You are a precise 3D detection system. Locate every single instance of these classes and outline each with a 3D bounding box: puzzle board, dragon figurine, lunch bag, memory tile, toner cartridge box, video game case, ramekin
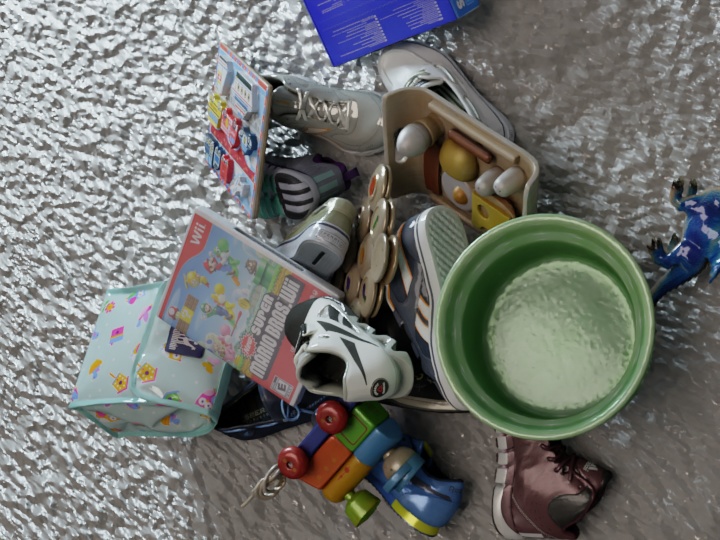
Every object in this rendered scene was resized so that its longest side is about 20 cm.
[{"bbox_3d":[-0.145,-0.164,1.492,0.200,0.017,0.152,-133,47,-58],"label":"puzzle board"},{"bbox_3d":[0.319,-0.021,1.172,0.099,0.059,0.202,29,105,36],"label":"dragon figurine"},{"bbox_3d":[-0.227,0.103,1.533,0.198,0.122,0.172,-8,55,35],"label":"lunch bag"},{"bbox_3d":[0.000,0.000,1.366,0.201,0.017,0.154,115,159,-45],"label":"memory tile"},{"bbox_3d":[0.027,-0.291,1.386,0.199,0.043,0.096,-11,111,48],"label":"toner cartridge box"},{"bbox_3d":[-0.124,0.038,1.429,0.199,0.017,0.144,31,113,19],"label":"video game case"},{"bbox_3d":[0.175,0.056,1.189,0.198,0.098,0.202,-4,79,19],"label":"ramekin"}]

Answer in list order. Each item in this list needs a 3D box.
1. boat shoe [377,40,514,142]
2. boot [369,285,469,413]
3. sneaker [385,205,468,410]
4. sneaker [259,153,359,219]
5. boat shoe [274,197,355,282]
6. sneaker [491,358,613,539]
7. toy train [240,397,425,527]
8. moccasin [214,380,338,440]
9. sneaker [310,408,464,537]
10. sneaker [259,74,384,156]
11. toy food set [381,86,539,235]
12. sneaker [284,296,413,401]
[{"bbox_3d":[0.079,-0.188,1.368,0.200,0.066,0.074,39,110,33],"label":"boat shoe"},{"bbox_3d":[0.069,0.067,1.356,0.202,0.073,0.156,5,88,39],"label":"boot"},{"bbox_3d":[0.077,0.043,1.291,0.079,0.078,0.202,-22,73,49],"label":"sneaker"},{"bbox_3d":[-0.078,-0.103,1.501,0.199,0.087,0.075,22,131,57],"label":"sneaker"},{"bbox_3d":[-0.047,-0.024,1.430,0.062,0.072,0.200,-61,11,-20],"label":"boat shoe"},{"bbox_3d":[0.191,0.167,1.263,0.115,0.075,0.202,3,98,32],"label":"sneaker"},{"bbox_3d":[-0.029,0.220,1.345,0.116,0.085,0.200,44,114,11],"label":"toy train"},{"bbox_3d":[-0.089,0.149,1.477,0.200,0.068,0.081,-37,66,31],"label":"moccasin"},{"bbox_3d":[0.032,0.193,1.386,0.200,0.066,0.079,38,105,31],"label":"sneaker"},{"bbox_3d":[-0.049,-0.177,1.453,0.199,0.092,0.077,17,98,38],"label":"sneaker"},{"bbox_3d":[0.098,-0.081,1.302,0.200,0.060,0.144,39,150,33],"label":"toy food set"},{"bbox_3d":[-0.038,0.079,1.300,0.199,0.088,0.075,22,119,54],"label":"sneaker"}]
